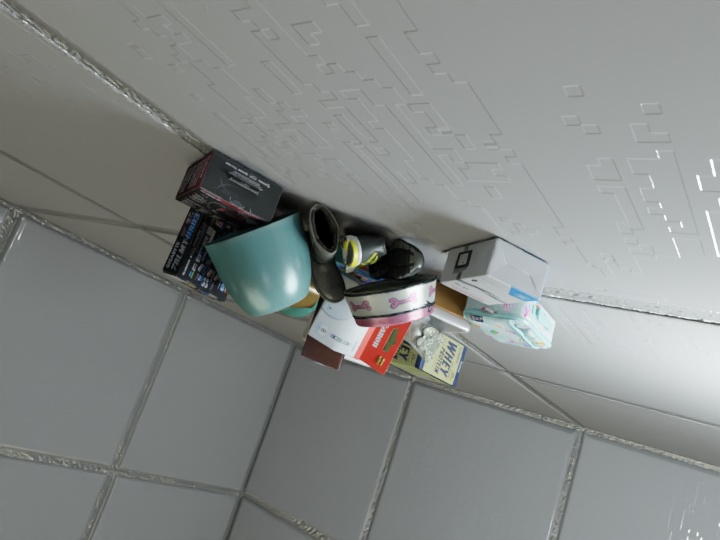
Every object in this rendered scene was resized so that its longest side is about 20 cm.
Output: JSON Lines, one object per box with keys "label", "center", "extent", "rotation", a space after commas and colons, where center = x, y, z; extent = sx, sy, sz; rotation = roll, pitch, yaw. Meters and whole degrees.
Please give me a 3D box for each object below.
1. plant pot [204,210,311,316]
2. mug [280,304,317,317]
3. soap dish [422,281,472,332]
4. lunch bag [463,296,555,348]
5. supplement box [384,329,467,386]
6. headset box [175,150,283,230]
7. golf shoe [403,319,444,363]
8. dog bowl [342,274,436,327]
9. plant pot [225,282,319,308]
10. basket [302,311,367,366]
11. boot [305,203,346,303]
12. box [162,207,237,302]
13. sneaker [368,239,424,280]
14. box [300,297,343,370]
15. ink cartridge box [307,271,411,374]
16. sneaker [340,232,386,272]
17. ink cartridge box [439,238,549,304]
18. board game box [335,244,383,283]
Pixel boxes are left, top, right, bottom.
{"label": "plant pot", "center": [-0.187, -0.007, 1.232], "extent": [0.196, 0.164, 0.201], "rotation": [-18, -170, 3]}
{"label": "mug", "center": [-0.171, 0.030, 1.668], "extent": [0.149, 0.189, 0.114], "rotation": [-15, 154, 26]}
{"label": "soap dish", "center": [0.169, 0.084, 1.462], "extent": [0.155, 0.083, 0.199], "rotation": [24, 166, -17]}
{"label": "lunch bag", "center": [0.316, 0.101, 1.310], "extent": [0.158, 0.079, 0.199], "rotation": [9, 163, 41]}
{"label": "supplement box", "center": [0.204, 0.272, 2.052], "extent": [0.198, 0.137, 0.198], "rotation": [30, 164, -37]}
{"label": "headset box", "center": [-0.247, -0.146, 1.178], "extent": [0.147, 0.076, 0.199], "rotation": [26, 166, -27]}
{"label": "golf shoe", "center": [0.142, 0.155, 1.499], "extent": [0.096, 0.079, 0.201], "rotation": [34, 169, 26]}
{"label": "dog bowl", "center": [0.065, 0.063, 1.283], "extent": [0.195, 0.076, 0.200], "rotation": [-11, -175, 1]}
{"label": "plant pot", "center": [-0.183, 0.005, 1.424], "extent": [0.197, 0.190, 0.186], "rotation": [25, 166, -13]}
{"label": "basket", "center": [-0.040, 0.148, 1.799], "extent": [0.197, 0.202, 0.160], "rotation": [23, 171, -16]}
{"label": "boot", "center": [-0.065, -0.028, 1.253], "extent": [0.185, 0.072, 0.200], "rotation": [63, 161, 1]}
{"label": "box", "center": [-0.340, -0.051, 1.427], "extent": [0.049, 0.204, 0.199], "rotation": [15, 168, 23]}
{"label": "sneaker", "center": [0.085, -0.018, 1.245], "extent": [0.078, 0.077, 0.199], "rotation": [6, 176, -22]}
{"label": "box", "center": [-0.061, 0.121, 1.482], "extent": [0.098, 0.204, 0.075], "rotation": [20, -175, 5]}
{"label": "ink cartridge box", "center": [0.001, 0.121, 1.407], "extent": [0.198, 0.162, 0.047], "rotation": [30, -170, 9]}
{"label": "sneaker", "center": [0.007, -0.036, 1.241], "extent": [0.083, 0.076, 0.200], "rotation": [-7, -177, -5]}
{"label": "ink cartridge box", "center": [0.222, 0.008, 1.102], "extent": [0.114, 0.068, 0.199], "rotation": [23, 167, -17]}
{"label": "board game box", "center": [0.000, 0.000, 1.462], "extent": [0.197, 0.046, 0.152], "rotation": [23, 168, -11]}
